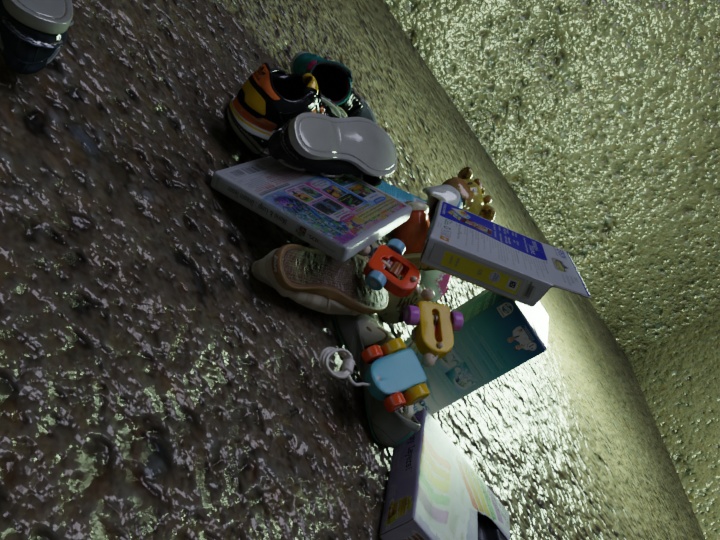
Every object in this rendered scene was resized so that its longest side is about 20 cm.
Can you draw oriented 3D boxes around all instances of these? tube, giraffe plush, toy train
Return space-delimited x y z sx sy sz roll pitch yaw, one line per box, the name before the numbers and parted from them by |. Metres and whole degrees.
tube | 0.042 -0.126 1.155 0.198 0.051 0.078 23 31 -25
giraffe plush | 0.167 -0.113 1.292 0.174 0.161 0.200 57 22 0
toy train | 0.031 0.066 0.761 0.149 0.056 0.201 30 53 -2

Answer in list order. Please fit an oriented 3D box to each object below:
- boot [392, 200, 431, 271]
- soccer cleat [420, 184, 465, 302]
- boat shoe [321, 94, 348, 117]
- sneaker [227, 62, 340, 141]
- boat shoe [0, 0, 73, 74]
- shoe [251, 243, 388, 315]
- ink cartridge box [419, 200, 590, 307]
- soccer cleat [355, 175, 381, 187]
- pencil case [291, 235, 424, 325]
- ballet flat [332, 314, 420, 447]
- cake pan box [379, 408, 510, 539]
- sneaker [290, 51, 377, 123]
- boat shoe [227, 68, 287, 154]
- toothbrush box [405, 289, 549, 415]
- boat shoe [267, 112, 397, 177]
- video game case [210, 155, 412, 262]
boot | 0.081 -0.050 1.042 0.200 0.074 0.109 119 -34 -86
soccer cleat | 0.117 -0.047 1.141 0.085 0.203 0.070 2 11 -37
boat shoe | -0.057 -0.242 1.111 0.201 0.071 0.061 37 24 -57
sneaker | -0.066 -0.204 0.859 0.199 0.090 0.070 5 48 -45
boat shoe | -0.289 -0.243 0.599 0.074 0.062 0.201 14 36 -39
shoe | -0.041 0.012 0.780 0.199 0.053 0.071 19 62 -48
ink cartridge box | 0.180 -0.018 0.865 0.198 0.047 0.198 24 19 2
soccer cleat | -0.041 -0.154 1.002 0.199 0.081 0.068 22 41 -56
pencil case | 0.000 0.000 0.890 0.200 0.089 0.079 38 57 -41
ballet flat | 0.024 0.109 0.807 0.067 0.063 0.202 25 38 -50
cake pan box | 0.105 0.289 0.761 0.201 0.052 0.185 53 24 -13
sneaker | -0.032 -0.300 1.178 0.199 0.084 0.121 38 6 -27
boat shoe | -0.132 -0.226 0.928 0.075 0.062 0.201 48 26 -24
toothbrush box | 0.146 0.099 0.905 0.086 0.199 0.146 54 22 -1
boat shoe | -0.030 -0.151 0.850 0.199 0.060 0.075 -6 84 -50
video game case | -0.050 -0.087 0.811 0.181 0.024 0.200 30 27 14
